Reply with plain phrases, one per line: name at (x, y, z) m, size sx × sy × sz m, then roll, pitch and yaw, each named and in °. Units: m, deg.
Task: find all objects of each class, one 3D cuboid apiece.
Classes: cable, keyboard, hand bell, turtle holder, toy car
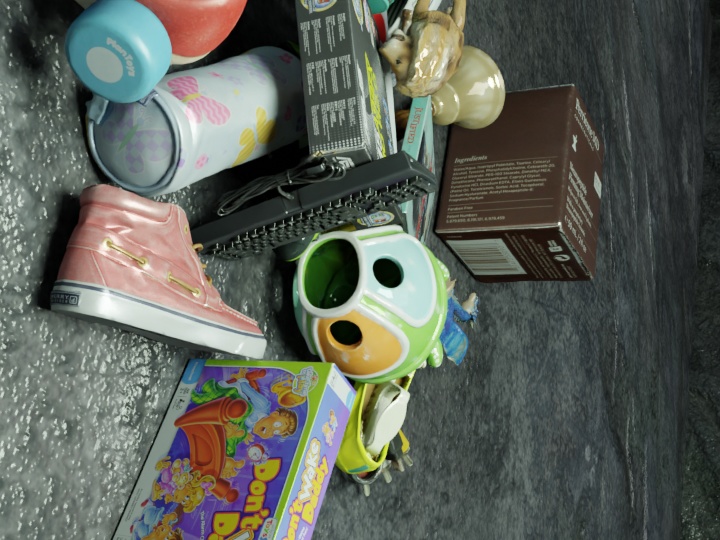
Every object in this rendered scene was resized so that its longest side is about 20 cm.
cable at (-0.004, 0.137, 0.976) m, size 0.097 × 0.050 × 0.200 m, roll -28°, pitch 101°, yaw -40°
keyboard at (-0.046, -0.048, 0.723) m, size 0.127 × 0.200 × 0.021 m, roll 25°, pitch 50°, yaw -59°
hand bell at (0.070, -0.181, 1.087) m, size 0.200 × 0.104 × 0.104 m, roll -34°, pitch 119°, yaw -42°
turtle holder at (0.008, 0.005, 0.871) m, size 0.132 × 0.141 × 0.186 m, roll 36°, pitch 71°, yaw -56°
toy car at (-0.108, -0.240, 0.582) m, size 0.177 × 0.200 × 0.185 m, roll 47°, pitch 40°, yaw -20°

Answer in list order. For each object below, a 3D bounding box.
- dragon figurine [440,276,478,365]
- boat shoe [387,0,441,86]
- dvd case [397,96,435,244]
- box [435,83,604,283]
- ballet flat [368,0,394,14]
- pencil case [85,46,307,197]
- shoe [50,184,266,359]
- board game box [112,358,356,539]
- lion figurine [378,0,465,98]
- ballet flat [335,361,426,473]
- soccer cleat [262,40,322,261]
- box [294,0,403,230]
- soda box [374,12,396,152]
dragon figurine at (0.090, 0.076, 1.108) m, size 0.100 × 0.059 × 0.200 m, roll 62°, pitch 37°, yaw -38°
boat shoe at (0.045, -0.298, 1.029) m, size 0.067 × 0.073 × 0.200 m, roll 46°, pitch 50°, yaw -54°
dvd case at (0.059, -0.077, 1.031) m, size 0.200 × 0.022 × 0.146 m, roll 80°, pitch 20°, yaw -63°
box at (0.212, -0.106, 1.230) m, size 0.166 × 0.164 × 0.201 m, roll 41°, pitch 53°, yaw -53°
ballet flat at (-0.027, -0.290, 0.798) m, size 0.200 × 0.067 × 0.071 m, roll 26°, pitch 67°, yaw -58°
pencil case at (-0.114, -0.118, 0.719) m, size 0.200 × 0.091 × 0.083 m, roll -32°, pitch 146°, yaw -55°
shoe at (-0.132, 0.006, 0.692) m, size 0.200 × 0.071 × 0.091 m, roll 25°, pitch 72°, yaw -54°
board game box at (-0.096, 0.161, 0.686) m, size 0.045 × 0.134 × 0.200 m, roll 57°, pitch 41°, yaw -44°
lion figurine at (0.062, -0.209, 0.916) m, size 0.200 × 0.072 × 0.123 m, roll 49°, pitch 53°, yaw -85°
ballet flat at (0.029, 0.106, 0.932) m, size 0.067 × 0.067 × 0.200 m, roll 33°, pitch 66°, yaw -27°
soccer cleat at (-0.065, -0.107, 0.842) m, size 0.081 × 0.067 × 0.201 m, roll 26°, pitch 62°, yaw -42°
box at (-0.010, -0.153, 0.777) m, size 0.160 × 0.044 × 0.201 m, roll 57°, pitch 25°, yaw -68°
soda box at (-0.012, -0.199, 0.926) m, size 0.064 × 0.068 × 0.201 m, roll -14°, pitch 101°, yaw -61°
